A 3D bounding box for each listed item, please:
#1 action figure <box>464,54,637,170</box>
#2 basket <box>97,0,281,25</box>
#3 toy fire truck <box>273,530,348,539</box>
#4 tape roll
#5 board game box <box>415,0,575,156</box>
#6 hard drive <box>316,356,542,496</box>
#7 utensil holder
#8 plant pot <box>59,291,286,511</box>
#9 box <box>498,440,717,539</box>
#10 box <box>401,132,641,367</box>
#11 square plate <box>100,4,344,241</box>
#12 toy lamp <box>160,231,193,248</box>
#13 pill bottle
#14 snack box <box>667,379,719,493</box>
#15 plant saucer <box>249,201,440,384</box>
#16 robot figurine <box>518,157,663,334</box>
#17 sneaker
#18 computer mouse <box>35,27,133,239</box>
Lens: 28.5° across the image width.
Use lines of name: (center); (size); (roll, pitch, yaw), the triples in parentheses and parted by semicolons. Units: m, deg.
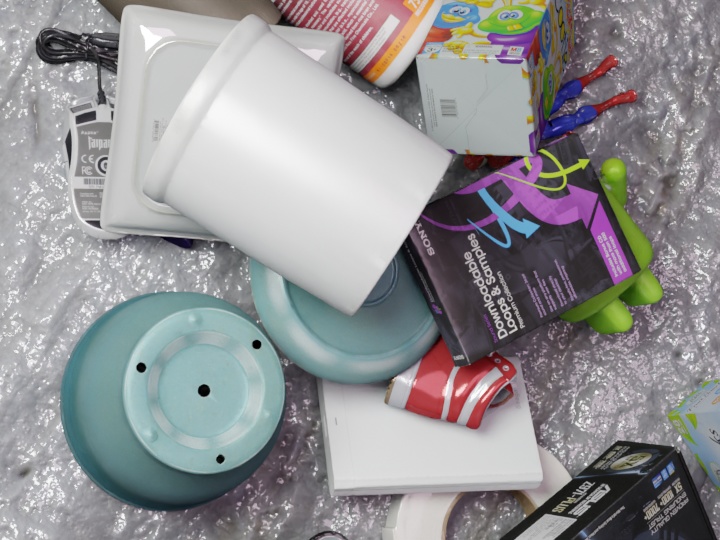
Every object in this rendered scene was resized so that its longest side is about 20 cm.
action figure: (0.186, -0.152, 1.432); (0.199, 0.052, 0.066); (-30, 95, -16)
basket: (-0.177, -0.270, 1.285); (0.136, 0.180, 0.200); (-42, 105, 0)
toy fire truck: (-0.080, 0.347, 1.255); (0.175, 0.129, 0.201); (-7, 74, -17)
tape roll: (0.121, 0.254, 1.360); (0.201, 0.037, 0.205); (2, 82, -17)
board game box: (0.132, -0.207, 1.329); (0.102, 0.105, 0.201); (4, 41, 19)
hard drive: (0.063, 0.144, 1.332); (0.198, 0.026, 0.133); (0, 58, -13)
utensil holder: (-0.049, -0.080, 1.147); (0.199, 0.170, 0.171); (33, 74, -1)
plant pot: (-0.151, 0.108, 1.219); (0.198, 0.188, 0.202); (2, 82, -16)
box: (0.236, 0.282, 1.328); (0.199, 0.086, 0.165); (-32, 106, -30)
box: (0.141, -0.020, 1.278); (0.199, 0.036, 0.144); (-27, 93, -19)
square plate: (-0.121, -0.120, 1.250); (0.197, 0.028, 0.202); (6, 102, -12)
toy lamp: (-0.130, -0.118, 1.325); (0.058, 0.058, 0.201); (30, 75, -11)
pill bottle: (-0.025, -0.273, 1.349); (0.199, 0.113, 0.113); (35, 74, -10)
snack box: (0.410, 0.185, 1.370); (0.068, 0.200, 0.169); (-36, 92, -18)
plant saucer: (0.000, 0.000, 1.256); (0.199, 0.027, 0.202); (2, 85, -22)
robot figurine: (0.204, -0.032, 1.383); (0.175, 0.116, 0.200); (-42, 95, -9)
sneaker: (0.106, 0.058, 1.339); (0.112, 0.071, 0.201); (20, 63, 6)
computer mouse: (-0.241, -0.122, 1.302); (0.109, 0.044, 0.202); (1, 76, -21)
